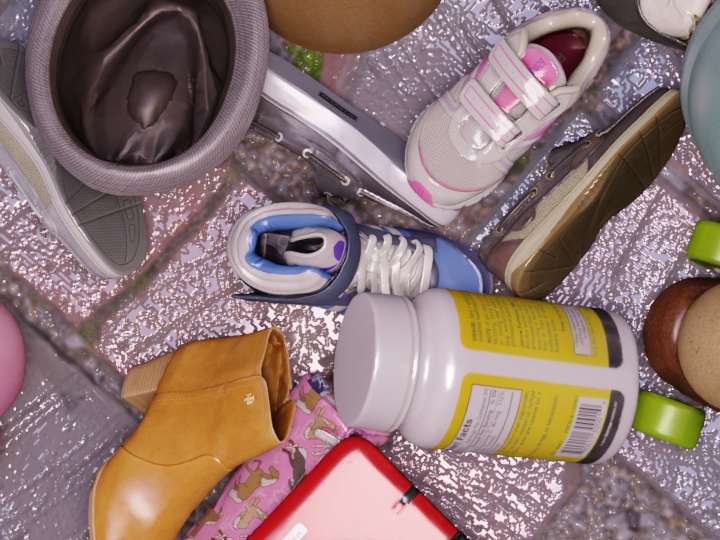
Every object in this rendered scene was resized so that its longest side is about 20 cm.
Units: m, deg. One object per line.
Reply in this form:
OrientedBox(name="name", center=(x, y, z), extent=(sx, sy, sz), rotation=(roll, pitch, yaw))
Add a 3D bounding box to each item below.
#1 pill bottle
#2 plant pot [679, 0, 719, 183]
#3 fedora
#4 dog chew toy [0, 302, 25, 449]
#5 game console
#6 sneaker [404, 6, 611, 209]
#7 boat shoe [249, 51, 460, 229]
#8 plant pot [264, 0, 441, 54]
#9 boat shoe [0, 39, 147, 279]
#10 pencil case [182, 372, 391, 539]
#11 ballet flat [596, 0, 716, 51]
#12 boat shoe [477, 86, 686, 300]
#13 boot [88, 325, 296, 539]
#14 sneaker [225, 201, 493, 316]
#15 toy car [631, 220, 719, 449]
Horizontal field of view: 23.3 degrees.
OrientedBox(name="pill bottle", center=(0.088, 0.074, 1.249), extent=(0.198, 0.114, 0.116), rotation=(8, 88, -17))
OrientedBox(name="plant pot", center=(0.329, -0.105, 1.219), extent=(0.198, 0.135, 0.202), rotation=(2, 123, 2))
OrientedBox(name="fedora", center=(-0.154, -0.147, 1.286), extent=(0.175, 0.090, 0.202), rotation=(7, 81, 1))
OrientedBox(name="dog chew toy", center=(-0.318, 0.114, 1.290), extent=(0.123, 0.125, 0.202), rotation=(12, 97, 2))
OrientedBox(name="game console", center=(-0.010, 0.244, 1.274), extent=(0.172, 0.119, 0.200), rotation=(44, 89, 4))
OrientedBox(name="sneaker", center=(0.108, -0.129, 1.273), extent=(0.081, 0.088, 0.200), rotation=(42, 73, 2))
OrientedBox(name="boat shoe", center=(-0.019, -0.085, 1.312), extent=(0.199, 0.070, 0.066), rotation=(35, 110, -2))
OrientedBox(name="plant pot", center=(-0.018, -0.263, 1.249), extent=(0.184, 0.200, 0.188), rotation=(0, 89, 3))
OrientedBox(name="boat shoe", center=(-0.235, -0.077, 1.321), extent=(0.203, 0.074, 0.065), rotation=(53, 133, 0))
OrientedBox(name="pencil case", center=(-0.065, 0.173, 1.290), extent=(0.083, 0.086, 0.201), rotation=(39, 92, 23))
OrientedBox(name="ballet flat", center=(0.268, -0.189, 1.301), extent=(0.199, 0.068, 0.069), rotation=(24, 89, 3))
OrientedBox(name="boat shoe", center=(0.164, -0.068, 1.300), extent=(0.066, 0.072, 0.201), rotation=(35, 78, 32))
OrientedBox(name="boot", center=(-0.117, 0.139, 1.255), extent=(0.143, 0.071, 0.203), rotation=(-14, 58, 32))
OrientedBox(name="sneaker", center=(0.000, 0.000, 1.265), extent=(0.198, 0.146, 0.081), rotation=(12, 89, 3))
OrientedBox(name="toy car", center=(0.284, 0.059, 1.227), extent=(0.156, 0.200, 0.166), rotation=(19, 89, 3))
